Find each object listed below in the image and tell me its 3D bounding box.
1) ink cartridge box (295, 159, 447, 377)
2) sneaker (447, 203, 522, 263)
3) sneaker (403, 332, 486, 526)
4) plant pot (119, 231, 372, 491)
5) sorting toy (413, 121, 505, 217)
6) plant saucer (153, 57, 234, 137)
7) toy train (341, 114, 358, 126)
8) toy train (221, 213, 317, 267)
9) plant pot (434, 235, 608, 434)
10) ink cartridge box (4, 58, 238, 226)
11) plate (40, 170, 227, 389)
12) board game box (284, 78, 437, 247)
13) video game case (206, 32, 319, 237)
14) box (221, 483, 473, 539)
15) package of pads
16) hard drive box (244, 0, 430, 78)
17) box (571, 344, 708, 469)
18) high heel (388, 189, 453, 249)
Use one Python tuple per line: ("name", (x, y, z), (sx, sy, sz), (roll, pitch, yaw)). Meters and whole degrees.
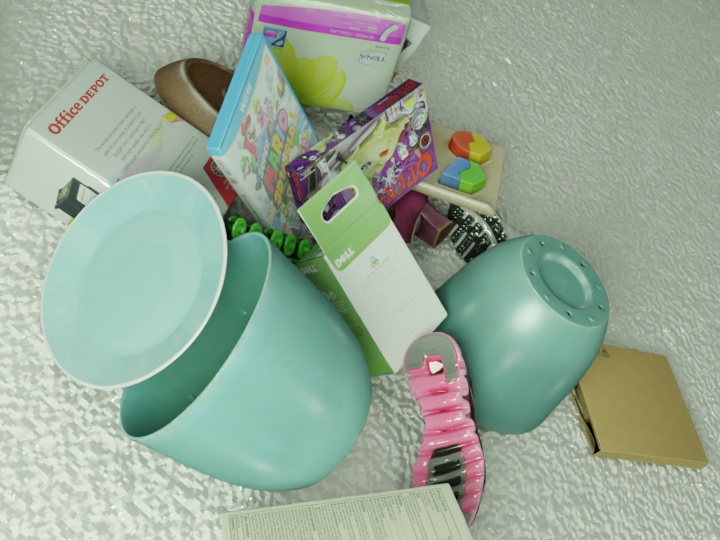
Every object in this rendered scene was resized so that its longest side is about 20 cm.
("ink cartridge box", (0.000, 0.000, 1.014), (0.104, 0.059, 0.202), (-42, 108, -35))
("sneaker", (0.190, -0.020, 1.257), (0.201, 0.074, 0.080), (49, 25, 3))
("sneaker", (0.095, 0.170, 0.993), (0.095, 0.078, 0.204), (38, 47, -67))
("plant pot", (-0.085, 0.095, 0.837), (0.160, 0.199, 0.203), (38, 38, -26))
("sorting toy", (0.100, -0.153, 1.255), (0.182, 0.037, 0.201), (19, 33, 0))
("plant saucer", (-0.143, -0.180, 1.100), (0.199, 0.035, 0.201), (35, 22, -16))
("toy train", (-0.029, -0.137, 1.192), (0.033, 0.047, 0.201), (7, 35, 18))
("toy train", (-0.097, -0.016, 0.974), (0.041, 0.057, 0.199), (16, -1, 25))
("plant pot", (0.187, 0.059, 1.100), (0.198, 0.161, 0.203), (21, 44, -22))
("ink cartridge box", (-0.229, -0.097, 0.965), (0.198, 0.083, 0.147), (34, 41, -10))
("plate", (-0.197, 0.008, 0.843), (0.026, 0.198, 0.203), (42, 24, -58))
("board game box", (0.007, -0.118, 1.098), (0.199, 0.121, 0.032), (-39, 49, -26))
("video game case", (-0.094, -0.128, 1.017), (0.017, 0.201, 0.145), (5, 63, 22))
("box", (-0.010, 0.240, 0.774), (0.196, 0.079, 0.095), (-4, 26, -9))
("package of pads", (-0.048, -0.277, 1.191), (0.196, 0.156, 0.069), (5, 46, -16))
("hard drive box", (-0.033, -0.321, 1.260), (0.197, 0.156, 0.078), (16, 46, -26))
("box", (0.351, 0.172, 1.242), (0.197, 0.021, 0.166), (13, 49, -31))
("high heel", (0.026, -0.042, 1.151), (0.096, 0.068, 0.199), (36, 35, 19))
